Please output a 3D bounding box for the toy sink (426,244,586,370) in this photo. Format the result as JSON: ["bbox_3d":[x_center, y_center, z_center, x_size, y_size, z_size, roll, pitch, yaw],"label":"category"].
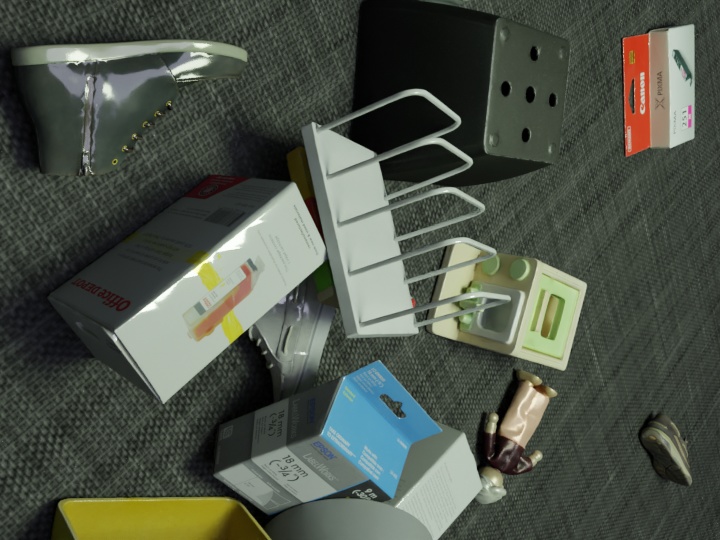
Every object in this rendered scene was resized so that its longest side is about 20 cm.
[{"bbox_3d":[0.205,0.050,0.983,0.199,0.112,0.132,20,84,-42],"label":"toy sink"}]

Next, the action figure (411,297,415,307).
[{"bbox_3d":[0.000,0.000,0.834,0.200,0.051,0.066,36,58,-41],"label":"action figure"}]

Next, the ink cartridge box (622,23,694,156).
[{"bbox_3d":[0.514,-0.309,1.236,0.173,0.043,0.202,-23,112,-38],"label":"ink cartridge box"}]

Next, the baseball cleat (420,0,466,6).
[{"bbox_3d":[0.062,-0.354,0.786,0.199,0.106,0.071,15,75,-47],"label":"baseball cleat"}]

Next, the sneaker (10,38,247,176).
[{"bbox_3d":[-0.191,-0.146,0.632,0.198,0.075,0.107,-13,112,-30],"label":"sneaker"}]

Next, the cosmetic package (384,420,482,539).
[{"bbox_3d":[0.062,0.299,0.929,0.200,0.071,0.102,-37,121,-30],"label":"cosmetic package"}]

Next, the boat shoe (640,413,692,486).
[{"bbox_3d":[0.624,0.358,1.435,0.073,0.074,0.200,-52,128,-21],"label":"boat shoe"}]

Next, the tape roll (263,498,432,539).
[{"bbox_3d":[-0.016,0.333,0.787,0.201,0.199,0.066,53,22,-34],"label":"tape roll"}]

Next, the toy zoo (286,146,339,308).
[{"bbox_3d":[-0.017,-0.048,0.760,0.131,0.020,0.202,20,48,-53],"label":"toy zoo"}]

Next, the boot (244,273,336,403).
[{"bbox_3d":[-0.088,0.072,0.769,0.095,0.074,0.202,15,103,-11],"label":"boot"}]

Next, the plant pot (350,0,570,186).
[{"bbox_3d":[0.122,-0.196,0.822,0.198,0.177,0.202,-1,99,-41],"label":"plant pot"}]

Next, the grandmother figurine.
[{"bbox_3d":[0.225,0.258,1.079,0.121,0.061,0.201,35,76,-11],"label":"grandmother figurine"}]

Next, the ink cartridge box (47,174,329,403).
[{"bbox_3d":[-0.151,0.005,0.640,0.200,0.144,0.084,-42,124,-27],"label":"ink cartridge box"}]

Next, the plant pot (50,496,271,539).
[{"bbox_3d":[-0.180,0.340,0.657,0.199,0.199,0.178,15,100,-42],"label":"plant pot"}]

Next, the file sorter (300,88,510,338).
[{"bbox_3d":[0.048,-0.050,0.685,0.138,0.124,0.202,9,65,-63],"label":"file sorter"}]

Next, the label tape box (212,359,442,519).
[{"bbox_3d":[-0.031,0.189,0.748,0.144,0.199,0.064,50,25,-36],"label":"label tape box"}]
